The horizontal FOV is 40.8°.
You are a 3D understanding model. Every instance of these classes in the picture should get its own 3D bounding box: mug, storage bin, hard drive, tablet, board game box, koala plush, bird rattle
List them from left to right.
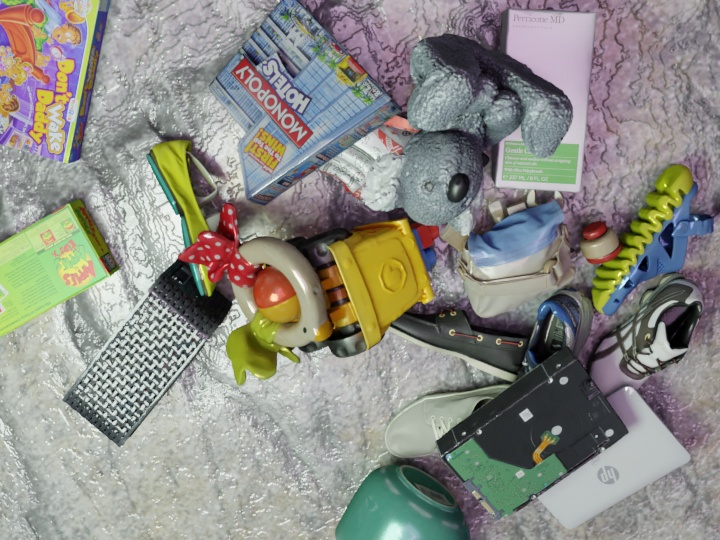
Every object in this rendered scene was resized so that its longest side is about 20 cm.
[{"bbox_3d":[-0.416,0.004,1.214,0.197,0.048,0.103,-28,100,7],"label":"board game box"},{"bbox_3d":[-0.389,-0.246,1.163,0.132,0.045,0.204,14,102,-2],"label":"board game box"},{"bbox_3d":[-0.257,0.098,1.185,0.093,0.135,0.201,38,100,-7],"label":"storage bin"},{"bbox_3d":[-0.103,0.018,1.083,0.161,0.112,0.204,-6,103,41],"label":"bird rattle"},{"bbox_3d":[-0.089,-0.187,1.127,0.200,0.062,0.200,-46,76,9],"label":"board game box"},{"bbox_3d":[0.064,0.319,1.230,0.151,0.184,0.116,33,99,19],"label":"mug"},{"bbox_3d":[0.101,-0.138,1.058,0.174,0.185,0.203,9,117,-22],"label":"koala plush"},{"bbox_3d":[0.206,0.200,1.163,0.199,0.038,0.140,-38,116,8],"label":"hard drive"},{"bbox_3d":[0.304,0.243,1.236,0.199,0.014,0.130,-39,99,27],"label":"tablet"}]

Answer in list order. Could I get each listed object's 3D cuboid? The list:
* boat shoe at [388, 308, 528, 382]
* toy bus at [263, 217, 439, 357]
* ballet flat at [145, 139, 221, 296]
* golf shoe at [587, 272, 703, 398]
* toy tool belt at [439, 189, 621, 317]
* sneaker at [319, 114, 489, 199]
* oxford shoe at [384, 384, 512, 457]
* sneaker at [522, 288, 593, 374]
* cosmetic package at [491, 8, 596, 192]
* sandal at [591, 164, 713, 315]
[{"bbox_3d":[0.113,0.077,1.207,0.198,0.074,0.064,19,95,-5],"label":"boat shoe"},{"bbox_3d":[0.000,0.000,1.162,0.190,0.199,0.138,-30,103,-29],"label":"toy bus"},{"bbox_3d":[-0.196,-0.070,1.163,0.066,0.067,0.203,-20,74,-13],"label":"ballet flat"},{"bbox_3d":[0.349,0.097,1.194,0.077,0.095,0.202,29,102,-6],"label":"golf shoe"},{"bbox_3d":[0.203,-0.038,1.155,0.197,0.125,0.125,-24,109,5],"label":"toy tool belt"},{"bbox_3d":[0.048,-0.128,1.165,0.198,0.067,0.110,21,98,2],"label":"sneaker"},{"bbox_3d":[0.116,0.195,1.224,0.197,0.058,0.076,-19,104,22],"label":"oxford shoe"},{"bbox_3d":[0.231,0.125,1.196,0.076,0.084,0.205,8,98,36],"label":"sneaker"},{"bbox_3d":[0.213,-0.201,1.139,0.105,0.085,0.205,2,103,4],"label":"cosmetic package"},{"bbox_3d":[0.360,-0.024,1.179,0.086,0.080,0.201,33,102,-10],"label":"sandal"}]
